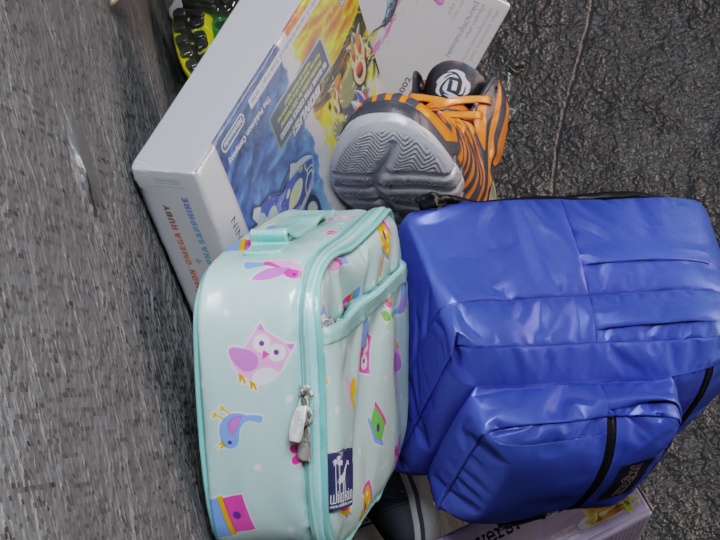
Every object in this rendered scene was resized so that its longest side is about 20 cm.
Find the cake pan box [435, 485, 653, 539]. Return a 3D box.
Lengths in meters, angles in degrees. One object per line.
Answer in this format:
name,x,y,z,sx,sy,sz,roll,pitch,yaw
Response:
cake pan box,0.081,0.204,1.390,0.052,0.184,0.200,61,-14,23

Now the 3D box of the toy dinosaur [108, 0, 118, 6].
toy dinosaur,-0.117,-0.246,1.285,0.136,0.086,0.200,151,-64,-83

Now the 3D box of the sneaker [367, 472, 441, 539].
sneaker,-0.019,0.092,1.375,0.078,0.079,0.200,113,-44,-66

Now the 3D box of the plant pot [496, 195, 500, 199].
plant pot,-0.003,-0.037,1.621,0.200,0.187,0.187,48,23,-48

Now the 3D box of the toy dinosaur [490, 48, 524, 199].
toy dinosaur,0.079,-0.101,1.565,0.047,0.088,0.200,22,32,-31

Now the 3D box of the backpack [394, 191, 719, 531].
backpack,0.118,0.051,1.284,0.163,0.200,0.168,120,-43,-58

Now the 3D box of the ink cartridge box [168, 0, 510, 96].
ink cartridge box,-0.015,-0.174,1.513,0.200,0.117,0.068,18,21,-31

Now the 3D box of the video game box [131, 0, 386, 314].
video game box,-0.044,-0.055,1.269,0.182,0.047,0.200,73,34,-43

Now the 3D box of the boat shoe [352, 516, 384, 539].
boat shoe,-0.004,0.173,1.496,0.200,0.075,0.093,86,-16,-68

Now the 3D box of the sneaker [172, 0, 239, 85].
sneaker,-0.071,-0.082,1.405,0.085,0.078,0.200,85,-2,-56

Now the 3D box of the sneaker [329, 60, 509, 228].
sneaker,0.037,-0.081,1.308,0.200,0.077,0.112,64,35,-66

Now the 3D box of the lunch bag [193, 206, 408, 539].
lunch bag,-0.026,0.048,1.155,0.200,0.077,0.161,-46,138,-72
